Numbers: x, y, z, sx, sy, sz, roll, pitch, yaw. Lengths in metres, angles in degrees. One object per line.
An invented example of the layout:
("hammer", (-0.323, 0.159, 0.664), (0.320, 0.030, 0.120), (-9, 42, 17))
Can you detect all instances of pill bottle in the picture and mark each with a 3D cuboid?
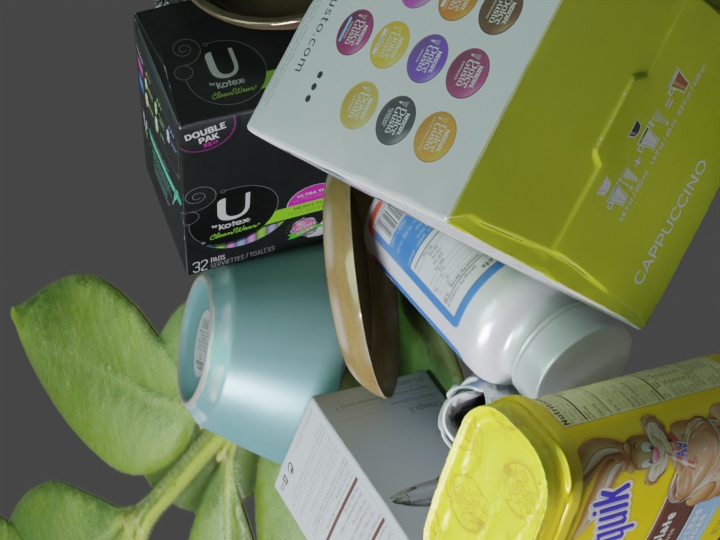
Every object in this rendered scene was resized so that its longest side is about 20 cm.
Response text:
("pill bottle", (0.098, 0.010, 1.165), (0.200, 0.112, 0.112), (49, 135, 36))

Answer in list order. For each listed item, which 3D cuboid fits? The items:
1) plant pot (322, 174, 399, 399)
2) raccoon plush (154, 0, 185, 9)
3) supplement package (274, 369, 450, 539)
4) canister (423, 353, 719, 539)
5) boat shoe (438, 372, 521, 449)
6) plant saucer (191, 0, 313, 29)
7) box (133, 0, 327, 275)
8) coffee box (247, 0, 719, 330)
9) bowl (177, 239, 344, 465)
("plant pot", (0.000, 0.000, 1.262), (0.200, 0.027, 0.200), (-6, -90, -81))
("raccoon plush", (-0.091, -0.261, 1.344), (0.097, 0.134, 0.200), (36, 127, 45))
("supplement package", (0.039, 0.195, 1.292), (0.200, 0.117, 0.117), (53, 137, 32))
("canister", (0.153, 0.134, 1.039), (0.087, 0.200, 0.149), (47, 134, 38))
("boat shoe", (0.090, 0.104, 1.181), (0.200, 0.065, 0.074), (-147, 74, -79))
("plant saucer", (-0.046, -0.256, 1.249), (0.200, 0.200, 0.029), (51, 171, 35))
("box", (-0.091, -0.114, 1.314), (0.200, 0.149, 0.124), (96, 154, -56))
("coffee box", (0.098, -0.110, 0.997), (0.198, 0.200, 0.200), (29, 91, 48))
("bowl", (-0.092, 0.064, 1.399), (0.201, 0.105, 0.201), (-171, 90, -72))
